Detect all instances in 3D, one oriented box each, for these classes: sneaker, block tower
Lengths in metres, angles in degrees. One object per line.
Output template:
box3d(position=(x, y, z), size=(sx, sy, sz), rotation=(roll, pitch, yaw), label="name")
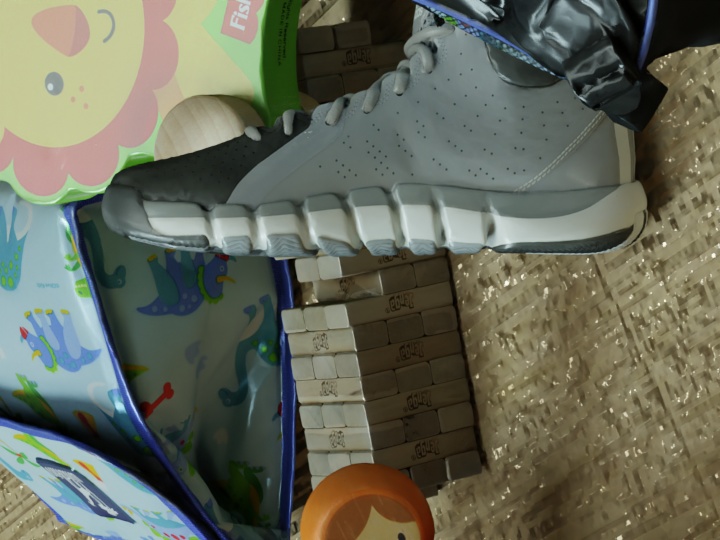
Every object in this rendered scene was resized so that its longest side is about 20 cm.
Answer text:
box3d(position=(0.005, -0.063, 1.003), size=(0.075, 0.199, 0.116), rotation=(-177, 87, -88), label="sneaker")
box3d(position=(0.000, 0.000, 1.128), size=(0.058, 0.054, 0.201), rotation=(-6, 95, 58), label="block tower")

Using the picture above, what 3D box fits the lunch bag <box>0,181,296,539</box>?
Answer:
box3d(position=(-0.113, 0.041, 1.265), size=(0.170, 0.127, 0.201), rotation=(9, 119, 54), label="lunch bag")

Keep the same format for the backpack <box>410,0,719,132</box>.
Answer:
box3d(position=(0.053, -0.172, 0.887), size=(0.199, 0.147, 0.184), rotation=(25, 120, 29), label="backpack")

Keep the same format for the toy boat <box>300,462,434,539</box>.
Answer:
box3d(position=(0.020, 0.135, 1.049), size=(0.200, 0.130, 0.131), rotation=(-4, 114, 57), label="toy boat")

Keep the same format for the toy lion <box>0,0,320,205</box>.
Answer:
box3d(position=(-0.092, -0.117, 1.088), size=(0.191, 0.069, 0.201), rotation=(24, 108, 27), label="toy lion")
